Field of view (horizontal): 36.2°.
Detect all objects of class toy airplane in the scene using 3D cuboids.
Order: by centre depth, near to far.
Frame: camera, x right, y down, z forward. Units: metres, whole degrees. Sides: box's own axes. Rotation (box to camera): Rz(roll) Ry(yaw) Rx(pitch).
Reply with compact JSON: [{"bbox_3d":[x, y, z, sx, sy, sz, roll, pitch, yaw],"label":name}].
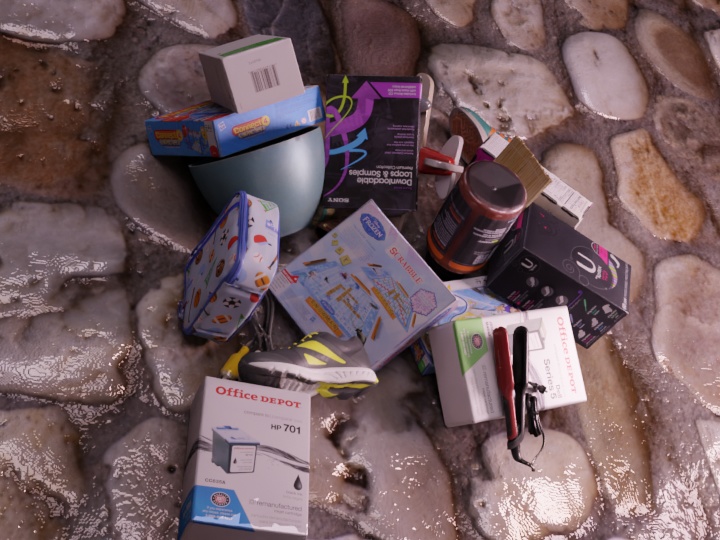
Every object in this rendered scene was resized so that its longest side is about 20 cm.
[{"bbox_3d":[0.065,-0.178,1.720,0.141,0.199,0.201,10,53,-31],"label":"toy airplane"}]

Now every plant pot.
[{"bbox_3d":[-0.136,-0.119,1.616,0.200,0.200,0.135,-24,103,-35],"label":"plant pot"}]

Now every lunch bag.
[{"bbox_3d":[-0.180,-0.004,1.487,0.075,0.200,0.161,18,49,-27],"label":"lunch bag"}]

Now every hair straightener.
[{"bbox_3d":[0.231,0.174,1.513,0.077,0.041,0.201,-3,80,-25],"label":"hair straightener"}]

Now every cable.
[{"bbox_3d":[-0.133,0.100,1.517,0.097,0.050,0.201,20,51,-11],"label":"cable"}]

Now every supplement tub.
[{"bbox_3d":[0.166,-0.067,1.675,0.106,0.200,0.107,12,50,-15],"label":"supplement tub"}]

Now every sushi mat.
[{"bbox_3d":[0.213,-0.113,1.734,0.012,0.200,0.096,-5,56,-45],"label":"sushi mat"}]

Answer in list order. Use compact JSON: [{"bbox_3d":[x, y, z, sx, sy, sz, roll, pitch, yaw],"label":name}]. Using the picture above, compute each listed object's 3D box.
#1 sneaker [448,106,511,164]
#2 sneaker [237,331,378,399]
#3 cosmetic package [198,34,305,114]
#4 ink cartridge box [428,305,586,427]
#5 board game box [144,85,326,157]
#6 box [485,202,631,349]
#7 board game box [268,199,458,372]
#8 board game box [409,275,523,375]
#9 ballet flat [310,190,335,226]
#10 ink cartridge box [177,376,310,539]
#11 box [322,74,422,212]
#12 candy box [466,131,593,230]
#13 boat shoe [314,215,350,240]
[{"bbox_3d":[0.232,-0.205,1.904,0.080,0.071,0.200,-23,70,-40],"label":"sneaker"},{"bbox_3d":[-0.074,0.123,1.466,0.199,0.074,0.085,9,52,-31],"label":"sneaker"},{"bbox_3d":[-0.161,-0.287,1.600,0.107,0.085,0.200,-20,19,-13],"label":"cosmetic package"},{"bbox_3d":[0.212,0.136,1.584,0.199,0.084,0.146,-7,81,-27],"label":"ink cartridge box"},{"bbox_3d":[-0.190,-0.226,1.664,0.200,0.195,0.056,-25,112,-36],"label":"board game box"},{"bbox_3d":[0.309,0.008,1.712,0.200,0.106,0.122,30,40,-11],"label":"box"},{"bbox_3d":[0.001,0.034,1.570,0.199,0.041,0.200,-37,72,-6],"label":"board game box"},{"bbox_3d":[0.157,0.079,1.667,0.199,0.035,0.136,-8,58,-28],"label":"board game box"},{"bbox_3d":[-0.077,-0.161,1.736,0.070,0.071,0.201,0,54,-23],"label":"ballet flat"},{"bbox_3d":[-0.142,0.246,1.378,0.146,0.086,0.201,11,52,-15],"label":"ink cartridge box"},{"bbox_3d":[0.018,-0.189,1.641,0.142,0.036,0.201,2,93,8],"label":"box"},{"bbox_3d":[0.258,-0.112,1.791,0.200,0.137,0.061,38,48,8],"label":"candy box"},{"bbox_3d":[0.000,0.000,1.641,0.070,0.071,0.200,-11,51,-38],"label":"boat shoe"}]
